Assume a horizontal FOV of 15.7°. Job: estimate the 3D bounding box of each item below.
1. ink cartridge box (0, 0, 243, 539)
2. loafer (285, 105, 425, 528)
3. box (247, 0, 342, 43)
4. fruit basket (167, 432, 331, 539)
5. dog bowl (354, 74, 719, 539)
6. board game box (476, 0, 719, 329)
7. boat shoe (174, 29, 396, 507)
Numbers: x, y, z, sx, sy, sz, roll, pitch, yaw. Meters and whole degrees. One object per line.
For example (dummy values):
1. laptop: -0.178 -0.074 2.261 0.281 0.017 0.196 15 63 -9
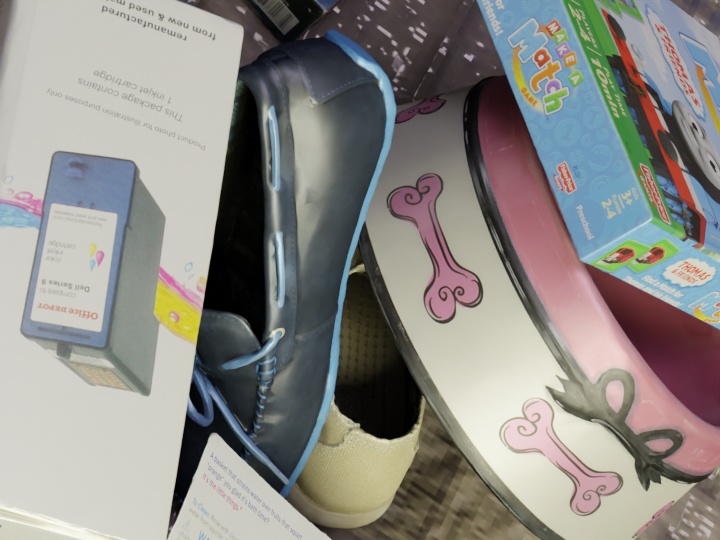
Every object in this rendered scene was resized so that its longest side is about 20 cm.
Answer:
1. ink cartridge box: -0.118 0.015 0.898 0.087 0.145 0.201 19 61 -21
2. loafer: 0.000 0.000 1.041 0.075 0.068 0.201 5 69 -27
3. box: -0.048 -0.213 1.117 0.200 0.038 0.137 48 56 -4
4. fruit basket: -0.048 0.183 0.880 0.185 0.093 0.201 47 52 -48
5. dog bowl: 0.081 0.009 1.020 0.200 0.074 0.200 48 25 -30
6. board game box: 0.117 -0.053 1.029 0.200 0.037 0.152 24 41 -58
7. boat shoe: -0.050 0.004 0.958 0.069 0.084 0.201 -10 120 -42
